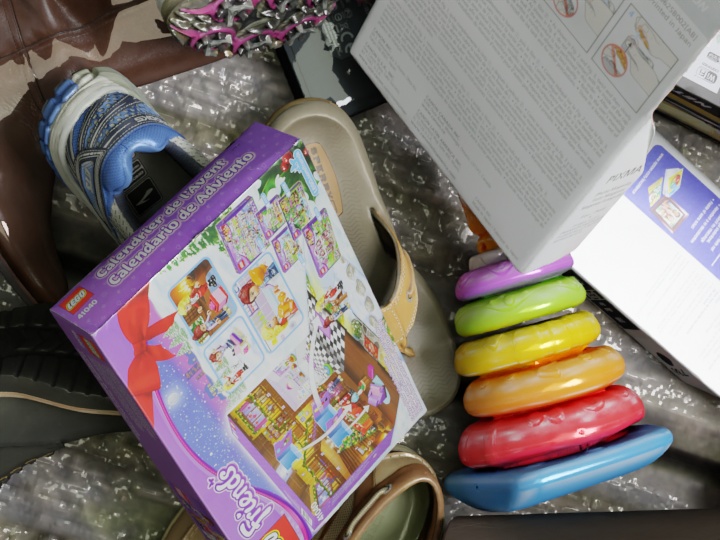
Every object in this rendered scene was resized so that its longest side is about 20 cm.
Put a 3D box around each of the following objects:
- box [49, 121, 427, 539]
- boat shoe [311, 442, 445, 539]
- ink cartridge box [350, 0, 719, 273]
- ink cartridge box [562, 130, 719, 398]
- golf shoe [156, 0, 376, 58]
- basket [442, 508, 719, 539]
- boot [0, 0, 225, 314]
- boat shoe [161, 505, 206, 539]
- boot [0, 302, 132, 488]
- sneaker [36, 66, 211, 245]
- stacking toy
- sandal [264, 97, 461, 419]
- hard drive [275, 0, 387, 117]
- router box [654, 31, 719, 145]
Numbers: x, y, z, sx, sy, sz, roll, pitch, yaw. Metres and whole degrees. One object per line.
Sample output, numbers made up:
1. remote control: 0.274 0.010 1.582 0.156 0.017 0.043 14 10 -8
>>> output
1. box: -0.051 0.047 0.686 0.137 0.039 0.201 -45 133 -23
2. boat shoe: -0.008 0.193 0.765 0.075 0.074 0.202 21 84 -18
3. ink cartridge box: 0.088 -0.118 0.674 0.057 0.200 0.163 -22 69 -40
4. ink cartridge box: 0.189 -0.005 0.833 0.200 0.039 0.100 41 81 -6
5. golf shoe: -0.034 -0.174 0.725 0.199 0.073 0.093 -28 82 -38
6. basket: 0.144 0.191 0.722 0.197 0.181 0.137 0 60 16
7. boot: -0.128 -0.092 0.747 0.198 0.064 0.188 -25 98 -7
8. boat shoe: -0.093 0.192 0.755 0.071 0.064 0.201 32 83 -9
9. boot: -0.181 0.093 0.728 0.197 0.078 0.140 6 121 -9
10. sneaker: -0.088 -0.013 0.717 0.077 0.085 0.200 -48 134 -8
11. stacking toy: 0.089 0.024 0.775 0.109 0.116 0.202 -14 86 -22
12. sandal: 0.000 0.000 0.777 0.080 0.054 0.202 -24 106 -10
13. hard drive: 0.035 -0.183 0.808 0.198 0.033 0.141 -23 93 -11
14. router box: 0.193 -0.108 0.756 0.198 0.157 0.053 23 96 -20
